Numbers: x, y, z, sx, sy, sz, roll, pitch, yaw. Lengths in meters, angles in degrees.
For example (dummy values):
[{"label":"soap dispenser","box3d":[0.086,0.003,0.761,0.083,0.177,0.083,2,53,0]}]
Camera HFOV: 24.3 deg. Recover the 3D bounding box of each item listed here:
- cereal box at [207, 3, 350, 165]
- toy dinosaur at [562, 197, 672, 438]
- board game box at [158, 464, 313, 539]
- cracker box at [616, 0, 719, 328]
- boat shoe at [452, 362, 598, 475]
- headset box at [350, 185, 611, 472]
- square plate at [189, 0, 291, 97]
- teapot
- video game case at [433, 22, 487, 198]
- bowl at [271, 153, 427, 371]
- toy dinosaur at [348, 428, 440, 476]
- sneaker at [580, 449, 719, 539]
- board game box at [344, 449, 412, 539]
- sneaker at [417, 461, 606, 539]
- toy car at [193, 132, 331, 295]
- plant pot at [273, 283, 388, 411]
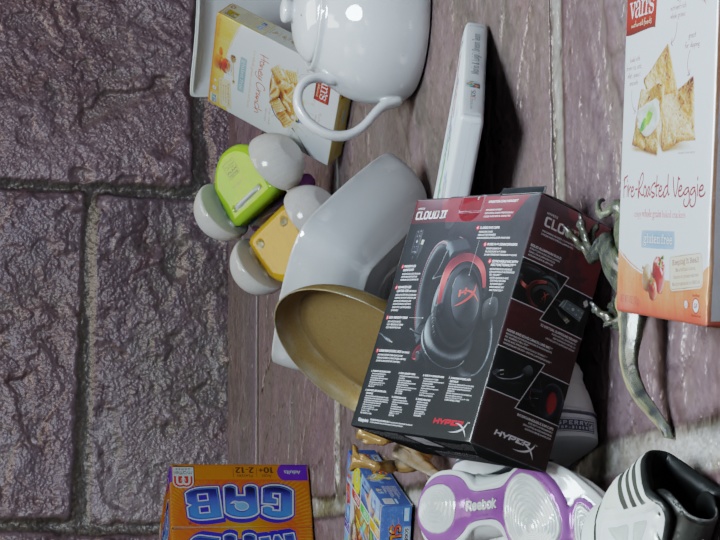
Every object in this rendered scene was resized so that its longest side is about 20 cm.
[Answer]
[{"label":"cereal box","box3d":[-0.104,-0.241,2.165,0.040,0.199,0.145,-41,-29,-43]},{"label":"toy dinosaur","box3d":[0.171,0.004,1.082,0.088,0.047,0.202,-175,83,-72]},{"label":"board game box","box3d":[-0.179,0.410,2.380,0.200,0.199,0.201,106,162,-53]},{"label":"cracker box","box3d":[0.194,-0.072,0.937,0.134,0.057,0.202,-172,84,-78]},{"label":"boat shoe","box3d":[0.119,0.119,1.256,0.200,0.071,0.066,122,149,-66]},{"label":"headset box","box3d":[0.087,0.032,1.195,0.148,0.075,0.201,-1,69,56]},{"label":"square plate","box3d":[-0.135,-0.335,2.262,0.028,0.199,0.200,34,123,58]},{"label":"teapot","box3d":[-0.013,-0.267,1.778,0.200,0.145,0.199,-108,22,-57]},{"label":"video game case","box3d":[0.084,-0.090,1.478,0.182,0.024,0.201,-81,1,-57]},{"label":"bowl","box3d":[0.000,0.000,1.694,0.200,0.074,0.201,-43,-26,-46]},{"label":"toy dinosaur","box3d":[0.046,0.174,1.592,0.200,0.105,0.061,-133,52,-83]},{"label":"sneaker","box3d":[0.172,0.194,0.965,0.116,0.075,0.201,103,166,-52]},{"label":"board game box","box3d":[0.016,0.289,1.833,0.200,0.034,0.136,-134,46,-74]},{"label":"sneaker","box3d":[0.131,0.175,1.203,0.200,0.099,0.075,-1,79,56]},{"label":"toy car","box3d":[-0.105,-0.079,2.200,0.175,0.150,0.201,-41,78,31]},{"label":"plant pot","box3d":[0.010,0.079,1.586,0.028,0.199,0.200,-55,-8,-31]}]
